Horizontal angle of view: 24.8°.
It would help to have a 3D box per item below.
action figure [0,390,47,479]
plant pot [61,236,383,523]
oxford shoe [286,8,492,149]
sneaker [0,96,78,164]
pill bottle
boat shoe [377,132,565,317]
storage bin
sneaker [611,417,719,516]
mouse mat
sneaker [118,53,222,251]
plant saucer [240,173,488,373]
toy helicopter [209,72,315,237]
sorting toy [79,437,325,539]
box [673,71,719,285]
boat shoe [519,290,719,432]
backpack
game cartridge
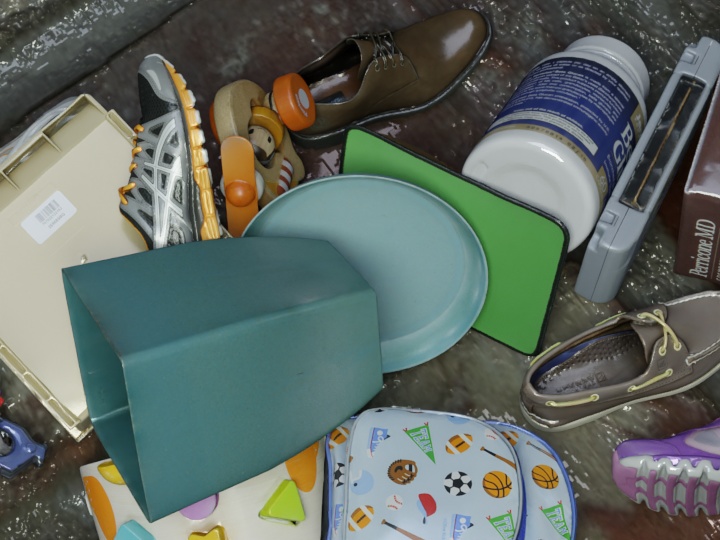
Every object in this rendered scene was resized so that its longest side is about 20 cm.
[{"bbox_3d":[-0.366,0.137,1.318,0.200,0.105,0.194,36,70,-6],"label":"action figure"},{"bbox_3d":[-0.093,0.060,1.194,0.200,0.141,0.141,-18,34,-20],"label":"plant pot"},{"bbox_3d":[0.025,-0.174,1.404,0.200,0.084,0.073,-29,65,-7],"label":"oxford shoe"},{"bbox_3d":[-0.312,-0.084,1.419,0.092,0.076,0.200,25,63,35],"label":"sneaker"},{"bbox_3d":[0.165,-0.107,1.310,0.111,0.111,0.200,20,42,15],"label":"pill bottle"},{"bbox_3d":[0.073,-0.037,1.346,0.200,0.074,0.069,41,106,22],"label":"boat shoe"},{"bbox_3d":[-0.223,-0.003,1.326,0.200,0.094,0.199,-43,89,-10],"label":"storage bin"},{"bbox_3d":[0.290,0.134,1.249,0.200,0.081,0.089,-1,61,2],"label":"sneaker"},{"bbox_3d":[0.066,-0.022,1.298,0.200,0.161,0.008,28,51,17],"label":"mouse mat"},{"bbox_3d":[-0.152,-0.067,1.259,0.077,0.078,0.200,-10,85,-4],"label":"sneaker"},{"bbox_3d":[0.000,0.000,1.288,0.200,0.200,0.027,-4,38,6],"label":"plant saucer"},{"bbox_3d":[-0.070,-0.057,1.332,0.079,0.132,0.200,-17,100,20],"label":"toy helicopter"},{"bbox_3d":[-0.109,0.216,1.266,0.200,0.107,0.180,-15,86,1],"label":"sorting toy"},{"bbox_3d":[0.364,-0.072,1.271,0.200,0.166,0.164,15,71,14],"label":"box"},{"bbox_3d":[0.218,0.065,1.291,0.200,0.060,0.072,-23,66,-2],"label":"boat shoe"},{"bbox_3d":[0.065,0.190,1.218,0.190,0.154,0.200,4,65,-2],"label":"backpack"},{"bbox_3d":[0.230,-0.075,1.307,0.041,0.133,0.200,24,71,14],"label":"game cartridge"}]
